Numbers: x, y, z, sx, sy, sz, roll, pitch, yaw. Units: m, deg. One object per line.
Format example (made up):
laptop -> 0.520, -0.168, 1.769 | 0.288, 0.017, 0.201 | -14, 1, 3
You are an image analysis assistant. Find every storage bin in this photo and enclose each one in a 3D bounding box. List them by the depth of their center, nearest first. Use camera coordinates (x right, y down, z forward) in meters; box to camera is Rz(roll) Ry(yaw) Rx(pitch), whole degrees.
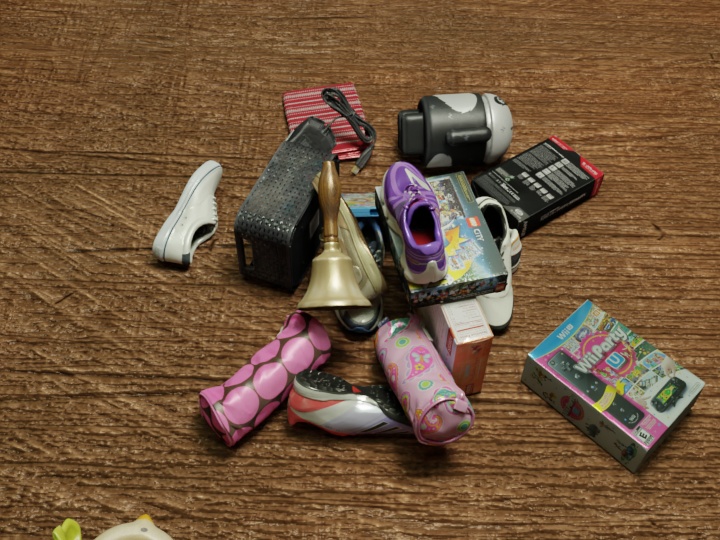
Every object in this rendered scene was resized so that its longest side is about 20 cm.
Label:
storage bin -> -0.109, -0.087, 1.300 | 0.093, 0.136, 0.201 | 16, 51, 11

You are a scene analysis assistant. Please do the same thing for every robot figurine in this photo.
robot figurine -> 0.165, -0.245, 1.450 | 0.197, 0.125, 0.152 | -4, 57, -4

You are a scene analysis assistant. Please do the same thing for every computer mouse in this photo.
computer mouse -> -0.066, -0.201, 1.443 | 0.201, 0.140, 0.046 | -53, 21, -2

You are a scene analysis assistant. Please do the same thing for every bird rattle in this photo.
bird rattle -> -0.267, 0.361, 0.948 | 0.200, 0.113, 0.162 | 40, 43, 24

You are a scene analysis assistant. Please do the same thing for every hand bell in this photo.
hand bell -> -0.039, -0.049, 1.143 | 0.103, 0.104, 0.203 | -1, 85, -3

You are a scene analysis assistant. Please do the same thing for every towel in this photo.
towel -> -0.061, -0.270, 1.532 | 0.143, 0.023, 0.202 | -9, 49, -7

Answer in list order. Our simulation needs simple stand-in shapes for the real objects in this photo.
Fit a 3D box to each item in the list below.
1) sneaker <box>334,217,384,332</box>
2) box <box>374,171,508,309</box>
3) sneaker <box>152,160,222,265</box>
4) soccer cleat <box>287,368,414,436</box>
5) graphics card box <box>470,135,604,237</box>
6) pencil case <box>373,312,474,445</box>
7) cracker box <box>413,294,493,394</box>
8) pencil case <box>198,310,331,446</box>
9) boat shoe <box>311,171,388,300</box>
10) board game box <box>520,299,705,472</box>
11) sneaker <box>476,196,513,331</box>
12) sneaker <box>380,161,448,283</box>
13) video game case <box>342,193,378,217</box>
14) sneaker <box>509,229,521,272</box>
sneaker -> 0.000, 0.000, 1.265 | 0.076, 0.086, 0.202 | 2, 50, 0
box -> 0.107, -0.046, 1.162 | 0.135, 0.038, 0.202 | -10, 51, -8
sneaker -> -0.259, -0.088, 1.349 | 0.070, 0.073, 0.202 | 21, 61, 4
soccer cleat -> -0.001, 0.193, 1.126 | 0.197, 0.074, 0.068 | 16, 20, -10
graphics card box -> 0.297, -0.143, 1.419 | 0.199, 0.051, 0.126 | -28, 57, -25
pencil case -> 0.080, 0.140, 1.115 | 0.086, 0.088, 0.201 | -10, 33, -11
cracker box -> 0.122, 0.059, 1.187 | 0.057, 0.135, 0.202 | -10, 51, -10
pencil case -> -0.133, 0.142, 1.141 | 0.093, 0.091, 0.200 | 32, 58, 31
boat shoe -> -0.030, -0.047, 1.206 | 0.064, 0.071, 0.202 | -28, 77, 4
board game box -> 0.346, 0.155, 1.162 | 0.147, 0.065, 0.199 | -36, 59, -28
sneaker -> 0.189, -0.010, 1.234 | 0.073, 0.080, 0.203 | -7, 89, 0
sneaker -> 0.079, -0.079, 1.110 | 0.080, 0.084, 0.202 | -10, 50, -7
video game case -> 0.064, -0.107, 1.342 | 0.197, 0.018, 0.143 | -1, 13, 3
sneaker -> 0.162, -0.063, 1.330 | 0.198, 0.080, 0.079 | 17, 52, 14
